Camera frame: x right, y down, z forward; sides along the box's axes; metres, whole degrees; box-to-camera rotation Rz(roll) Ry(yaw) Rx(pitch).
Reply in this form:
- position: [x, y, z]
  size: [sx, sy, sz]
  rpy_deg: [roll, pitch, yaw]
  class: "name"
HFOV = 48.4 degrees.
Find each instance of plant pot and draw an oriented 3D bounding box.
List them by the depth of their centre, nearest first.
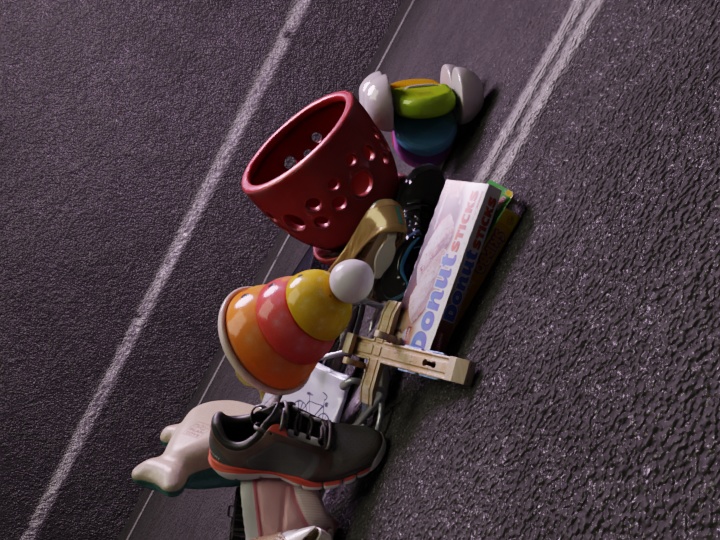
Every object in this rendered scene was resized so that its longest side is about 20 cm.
- position: [-0.036, -0.118, 1.122]
  size: [0.200, 0.183, 0.201]
  rpy_deg: [-33, 26, 18]
  class: "plant pot"

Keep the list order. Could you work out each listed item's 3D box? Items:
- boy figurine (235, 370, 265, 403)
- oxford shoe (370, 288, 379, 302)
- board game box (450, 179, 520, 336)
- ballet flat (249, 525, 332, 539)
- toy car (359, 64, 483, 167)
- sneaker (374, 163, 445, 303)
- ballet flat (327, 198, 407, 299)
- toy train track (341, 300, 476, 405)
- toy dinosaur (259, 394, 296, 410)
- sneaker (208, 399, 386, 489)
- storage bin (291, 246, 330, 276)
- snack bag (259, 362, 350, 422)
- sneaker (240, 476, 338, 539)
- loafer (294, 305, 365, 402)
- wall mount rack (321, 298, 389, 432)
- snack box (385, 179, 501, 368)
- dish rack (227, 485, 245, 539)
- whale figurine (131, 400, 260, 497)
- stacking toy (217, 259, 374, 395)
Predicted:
- position: [-0.134, 0.170, 1.265]
  size: [0.200, 0.064, 0.125]
  rpy_deg: [28, -106, -71]
  class: "boy figurine"
- position: [0.046, -0.040, 1.155]
  size: [0.073, 0.071, 0.200]
  rpy_deg: [-40, 25, 50]
  class: "oxford shoe"
- position: [0.113, -0.003, 0.891]
  size: [0.201, 0.030, 0.096]
  rpy_deg: [-63, 14, 11]
  class: "board game box"
- position: [-0.038, 0.283, 0.759]
  size: [0.200, 0.071, 0.065]
  rpy_deg: [12, 60, 53]
  class: "ballet flat"
- position: [0.092, -0.233, 1.232]
  size: [0.200, 0.174, 0.151]
  rpy_deg: [-107, 11, -72]
  class: "toy car"
- position: [0.080, -0.047, 1.042]
  size: [0.082, 0.073, 0.201]
  rpy_deg: [162, 124, -69]
  class: "sneaker"
- position: [0.000, 0.000, 1.018]
  size: [0.200, 0.068, 0.063]
  rpy_deg: [-63, 37, 35]
  class: "ballet flat"
- position: [0.037, 0.087, 0.825]
  size: [0.200, 0.032, 0.115]
  rpy_deg: [7, 78, 53]
  class: "toy train track"
- position: [-0.108, 0.221, 0.975]
  size: [0.102, 0.077, 0.201]
  rpy_deg: [-39, 68, 41]
  class: "toy dinosaur"
- position: [-0.072, 0.183, 0.871]
  size: [0.077, 0.199, 0.082]
  rpy_deg: [-91, -2, -57]
  class: "sneaker"
- position: [-0.081, 0.057, 1.422]
  size: [0.135, 0.094, 0.200]
  rpy_deg: [-55, 15, 34]
  class: "storage bin"
- position: [-0.094, 0.212, 1.097]
  size: [0.188, 0.021, 0.201]
  rpy_deg: [17, 87, 54]
  class: "snack bag"
- position: [-0.069, 0.319, 0.869]
  size: [0.075, 0.104, 0.201]
  rpy_deg: [108, 154, -69]
  class: "sneaker"
- position: [-0.044, 0.116, 1.134]
  size: [0.072, 0.063, 0.201]
  rpy_deg: [-160, 86, -84]
  class: "loafer"
- position: [-0.019, 0.130, 0.995]
  size: [0.174, 0.074, 0.201]
  rpy_deg: [124, 158, -47]
  class: "wall mount rack"
- position: [0.087, 0.002, 0.854]
  size: [0.072, 0.024, 0.201]
  rpy_deg: [16, 85, 55]
  class: "snack box"
- position: [-0.151, 0.385, 1.011]
  size: [0.200, 0.054, 0.154]
  rpy_deg: [-92, 10, -56]
  class: "dish rack"
- position: [-0.200, 0.249, 1.048]
  size: [0.200, 0.159, 0.104]
  rpy_deg: [-29, -57, -55]
  class: "whale figurine"
- position: [-0.057, 0.045, 0.944]
  size: [0.200, 0.146, 0.146]
  rpy_deg: [-35, 26, 31]
  class: "stacking toy"
